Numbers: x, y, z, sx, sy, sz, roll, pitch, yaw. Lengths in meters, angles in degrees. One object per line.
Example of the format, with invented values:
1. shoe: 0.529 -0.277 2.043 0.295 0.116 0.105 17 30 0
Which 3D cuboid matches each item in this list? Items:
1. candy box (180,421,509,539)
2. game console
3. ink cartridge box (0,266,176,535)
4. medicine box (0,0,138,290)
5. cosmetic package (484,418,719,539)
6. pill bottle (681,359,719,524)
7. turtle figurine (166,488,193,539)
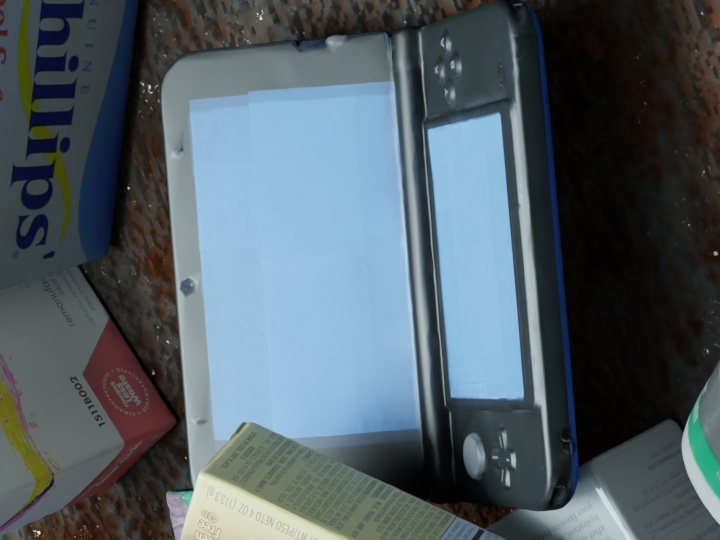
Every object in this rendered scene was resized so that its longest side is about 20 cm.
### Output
1. candy box: 0.019 0.156 1.119 0.199 0.055 0.116 24 119 11
2. game console: 0.000 0.000 1.144 0.171 0.118 0.201 173 92 -72
3. ink cartridge box: -0.194 0.066 1.296 0.067 0.200 0.117 -43 77 39
4. medicine box: -0.203 -0.084 1.256 0.103 0.200 0.183 25 118 33
5. cosmetic package: 0.130 0.176 1.155 0.101 0.071 0.201 -36 80 39
6. pill bottle: 0.205 0.013 1.016 0.113 0.113 0.201 40 125 22
7. turtle figurine: -0.041 0.195 1.248 0.100 0.150 0.201 -5 86 24
